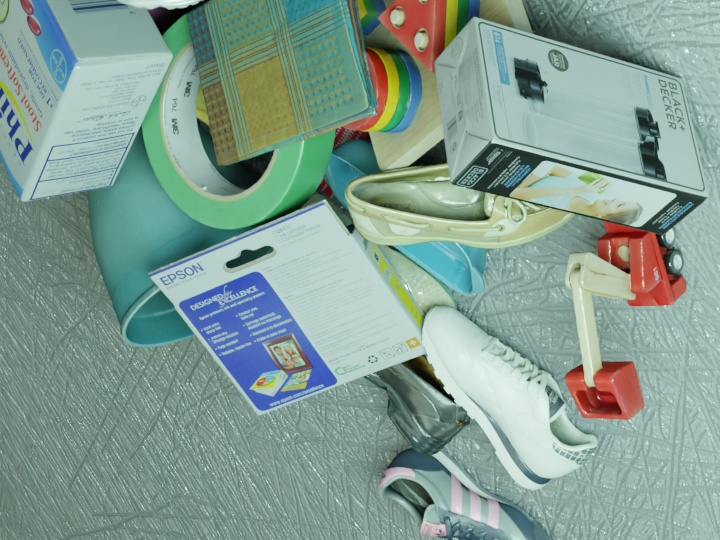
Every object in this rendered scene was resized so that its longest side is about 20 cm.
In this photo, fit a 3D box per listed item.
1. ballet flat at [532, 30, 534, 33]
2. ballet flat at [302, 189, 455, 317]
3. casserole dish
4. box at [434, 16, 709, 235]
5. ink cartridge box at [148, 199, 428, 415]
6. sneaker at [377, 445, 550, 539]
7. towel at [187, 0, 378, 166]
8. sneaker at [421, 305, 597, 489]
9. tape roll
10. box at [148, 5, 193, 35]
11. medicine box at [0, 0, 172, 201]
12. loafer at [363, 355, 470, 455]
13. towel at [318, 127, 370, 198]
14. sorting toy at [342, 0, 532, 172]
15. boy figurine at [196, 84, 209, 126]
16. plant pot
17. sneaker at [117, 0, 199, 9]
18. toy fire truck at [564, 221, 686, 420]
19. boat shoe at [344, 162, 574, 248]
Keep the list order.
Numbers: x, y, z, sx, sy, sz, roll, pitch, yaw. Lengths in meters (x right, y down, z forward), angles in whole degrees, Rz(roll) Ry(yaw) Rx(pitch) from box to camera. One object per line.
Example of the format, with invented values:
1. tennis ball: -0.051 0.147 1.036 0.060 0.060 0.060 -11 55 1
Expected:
1. ballet flat: 0.079 -0.170 1.328 0.200 0.075 0.065 -39 56 45
2. ballet flat: 0.000 0.000 1.485 0.199 0.062 0.068 37 137 11
3. casserole dish: 0.046 -0.054 1.413 0.199 0.039 0.121 36 164 21
4. box: 0.159 -0.107 1.161 0.060 0.198 0.118 -45 41 47
5. ink cartridge box: -0.063 0.029 1.443 0.196 0.047 0.201 -21 122 22
6. sneaker: 0.103 0.256 1.550 0.199 0.082 0.071 33 134 24
7. towel: -0.069 -0.179 1.304 0.199 0.022 0.148 -15 85 45
8. sneaker: 0.138 0.106 1.440 0.200 0.076 0.080 50 130 -3
9. tape roll: -0.114 -0.140 1.401 0.199 0.048 0.203 8 103 36
10. box: -0.254 -0.306 1.524 0.176 0.096 0.200 52 139 4
11. medicine box: -0.283 -0.199 1.435 0.183 0.102 0.200 59 140 21
12. loafer: 0.037 0.083 1.525 0.072 0.073 0.200 -39 89 27
13. towel: -0.065 -0.182 1.478 0.200 0.022 0.145 47 138 10
14. sorting toy: 0.033 -0.213 1.267 0.200 0.069 0.201 -36 63 47
15. boy figurine: -0.138 -0.186 1.482 0.198 0.064 0.125 14 124 32
16. plant pot: -0.188 -0.054 1.564 0.189 0.199 0.200 62 141 17
17. sneaker: -0.135 -0.299 1.353 0.078 0.198 0.100 -124 12 -58
18. toy fire truck: 0.204 0.003 1.248 0.048 0.141 0.202 -3 113 44
19. boat shoe: 0.088 -0.063 1.308 0.198 0.074 0.063 -1 160 9
